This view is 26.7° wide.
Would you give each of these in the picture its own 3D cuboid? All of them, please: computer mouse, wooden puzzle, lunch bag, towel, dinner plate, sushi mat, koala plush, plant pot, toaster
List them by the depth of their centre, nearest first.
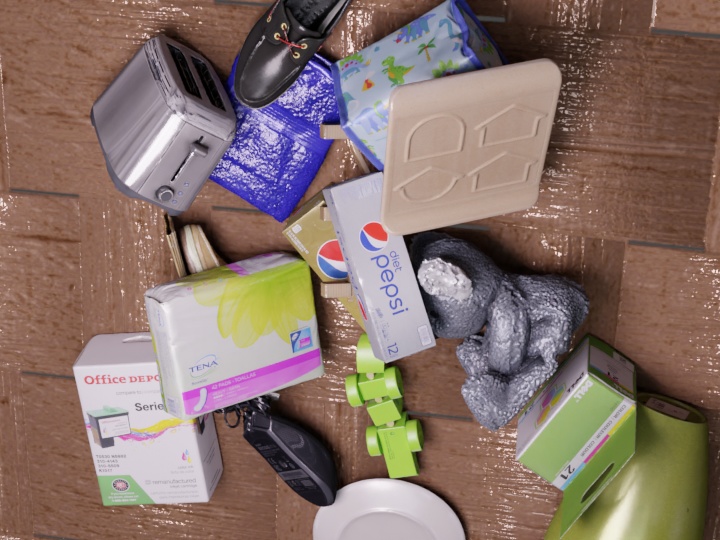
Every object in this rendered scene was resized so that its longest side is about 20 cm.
[{"bbox_3d":[0.109,-0.134,1.584,0.183,0.047,0.201,-12,140,-12],"label":"wooden puzzle"},{"bbox_3d":[0.088,-0.176,1.654,0.169,0.128,0.200,-26,136,20],"label":"lunch bag"},{"bbox_3d":[-0.220,-0.169,1.692,0.113,0.201,0.129,25,117,-39],"label":"toaster"},{"bbox_3d":[0.136,0.037,1.723,0.200,0.178,0.184,40,103,-9],"label":"koala plush"},{"bbox_3d":[-0.101,-0.166,1.729,0.147,0.050,0.201,31,115,-4],"label":"towel"},{"bbox_3d":[0.333,0.254,1.785,0.185,0.187,0.202,16,103,2],"label":"plant pot"},{"bbox_3d":[-0.203,0.034,1.813,0.012,0.096,0.202,-16,111,-5],"label":"sushi mat"},{"bbox_3d":[-0.090,0.209,1.879,0.200,0.053,0.138,50,150,-17],"label":"computer mouse"},{"bbox_3d":[0.035,0.351,1.938,0.198,0.024,0.202,5,122,8],"label":"dinner plate"}]

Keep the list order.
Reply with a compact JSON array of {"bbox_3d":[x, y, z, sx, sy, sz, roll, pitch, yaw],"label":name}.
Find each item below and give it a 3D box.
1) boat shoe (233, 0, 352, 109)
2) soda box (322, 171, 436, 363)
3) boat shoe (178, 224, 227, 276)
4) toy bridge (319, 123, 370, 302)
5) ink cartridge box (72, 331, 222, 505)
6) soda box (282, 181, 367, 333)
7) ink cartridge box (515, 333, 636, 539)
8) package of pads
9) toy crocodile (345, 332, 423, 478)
[{"bbox_3d":[-0.072,-0.263,1.640,0.073,0.063,0.202,37,96,-7],"label":"boat shoe"},{"bbox_3d":[0.020,-0.004,1.668,0.063,0.068,0.202,-18,95,-9],"label":"soda box"},{"bbox_3d":[-0.153,0.026,1.823,0.075,0.072,0.202,-22,116,1],"label":"boat shoe"},{"bbox_3d":[-0.012,-0.065,1.711,0.066,0.027,0.203,-2,97,-14],"label":"toy bridge"},{"bbox_3d":[-0.264,0.185,1.896,0.143,0.084,0.202,-4,113,11],"label":"ink cartridge box"},{"bbox_3d":[0.000,0.000,1.778,0.067,0.064,0.200,-35,104,20],"label":"soda box"},{"bbox_3d":[0.247,0.187,1.743,0.075,0.200,0.148,33,115,-6],"label":"ink cartridge box"},{"bbox_3d":[-0.145,0.070,1.763,0.198,0.068,0.156,-17,110,-27],"label":"package of pads"},{"bbox_3d":[0.032,0.169,1.857,0.067,0.062,0.202,-13,116,15],"label":"toy crocodile"}]
